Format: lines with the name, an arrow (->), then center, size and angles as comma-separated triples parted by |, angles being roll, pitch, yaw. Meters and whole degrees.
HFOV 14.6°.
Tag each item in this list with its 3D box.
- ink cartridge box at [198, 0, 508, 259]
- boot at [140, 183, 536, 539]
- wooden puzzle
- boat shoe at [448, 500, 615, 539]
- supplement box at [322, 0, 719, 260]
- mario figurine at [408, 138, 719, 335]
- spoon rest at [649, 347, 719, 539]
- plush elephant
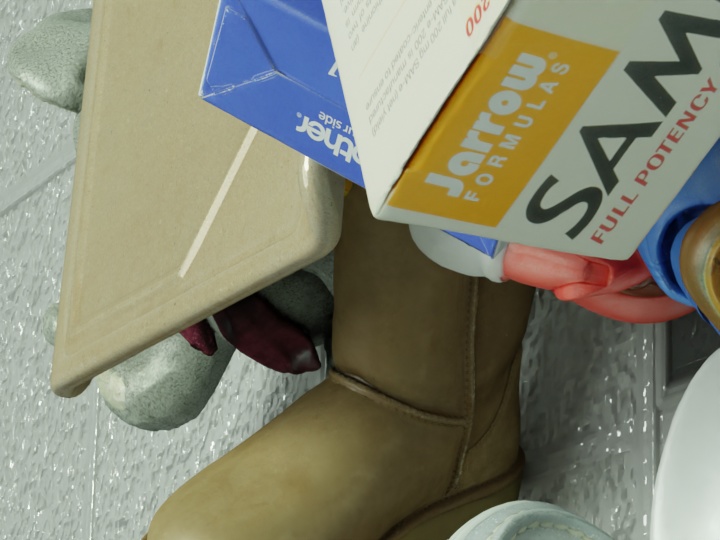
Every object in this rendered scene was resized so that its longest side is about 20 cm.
ink cartridge box -> 0.048, -0.087, 0.789 | 0.200, 0.094, 0.044 | -44, -23, -46
boot -> 0.000, 0.000, 0.903 | 0.066, 0.175, 0.201 | 24, 121, 33
wooden puzzle -> -0.042, -0.068, 0.893 | 0.200, 0.037, 0.186 | -32, 49, 56
boat shoe -> 0.099, 0.132, 0.700 | 0.202, 0.074, 0.065 | 50, 143, 12
supplement box -> 0.041, -0.120, 0.673 | 0.126, 0.073, 0.201 | -56, 35, 41
mario figurine -> 0.091, -0.033, 0.806 | 0.200, 0.123, 0.107 | -154, 80, -70
spoon rest -> 0.128, 0.081, 0.763 | 0.200, 0.060, 0.100 | 34, 112, 61
plush elephant -> -0.054, -0.017, 1.041 | 0.164, 0.154, 0.201 | 30, 101, 41
